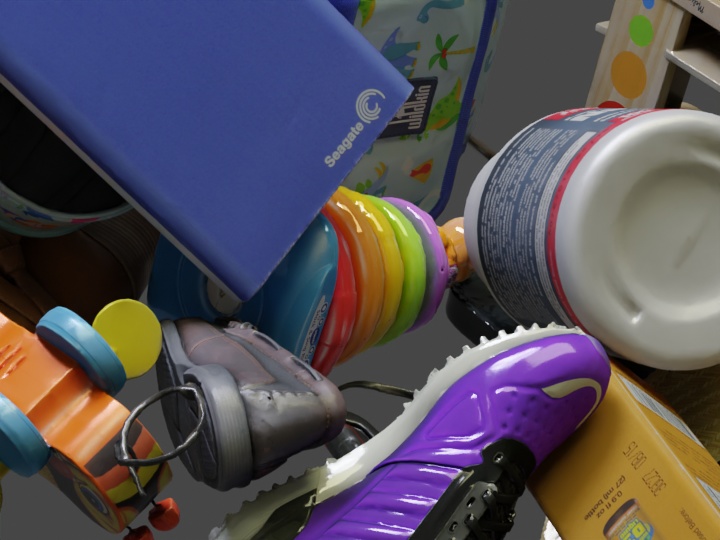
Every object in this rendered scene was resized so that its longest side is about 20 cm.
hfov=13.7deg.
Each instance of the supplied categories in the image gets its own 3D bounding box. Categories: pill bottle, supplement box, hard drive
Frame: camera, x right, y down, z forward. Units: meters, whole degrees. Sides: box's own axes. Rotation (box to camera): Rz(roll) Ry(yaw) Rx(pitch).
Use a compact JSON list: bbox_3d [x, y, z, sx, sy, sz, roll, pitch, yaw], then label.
[{"bbox_3d":[0.121,-0.019,1.446,0.119,0.121,0.200,5,2,-17],"label":"pill bottle"},{"bbox_3d":[0.132,0.114,1.304,0.069,0.067,0.200,35,13,-32],"label":"supplement box"},{"bbox_3d":[-0.084,-0.101,1.369,0.200,0.132,0.025,44,-16,-19],"label":"hard drive"}]

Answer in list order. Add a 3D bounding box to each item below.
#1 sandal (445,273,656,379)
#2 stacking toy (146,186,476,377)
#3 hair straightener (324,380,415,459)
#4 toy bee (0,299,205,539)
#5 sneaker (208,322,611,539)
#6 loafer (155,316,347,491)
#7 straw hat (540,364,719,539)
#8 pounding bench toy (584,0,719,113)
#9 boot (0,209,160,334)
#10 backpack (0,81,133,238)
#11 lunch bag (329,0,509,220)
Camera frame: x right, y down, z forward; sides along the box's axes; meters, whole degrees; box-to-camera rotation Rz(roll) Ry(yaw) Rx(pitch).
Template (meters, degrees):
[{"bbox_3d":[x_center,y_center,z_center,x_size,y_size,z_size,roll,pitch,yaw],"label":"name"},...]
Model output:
[{"bbox_3d":[0.122,0.044,1.536,0.075,0.048,0.200,-17,40,-44],"label":"sandal"},{"bbox_3d":[0.000,0.000,1.511,0.110,0.117,0.199,36,28,34],"label":"stacking toy"},{"bbox_3d":[0.035,0.110,1.404,0.076,0.041,0.200,-3,29,-29],"label":"hair straightener"},{"bbox_3d":[-0.131,0.080,1.324,0.130,0.109,0.200,-30,40,-5],"label":"toy bee"},{"bbox_3d":[0.037,0.110,1.296,0.200,0.070,0.100,-35,51,0],"label":"sneaker"},{"bbox_3d":[-0.052,0.059,1.359,0.063,0.072,0.200,-11,9,-10],"label":"loafer"},{"bbox_3d":[0.187,0.126,1.374,0.085,0.201,0.201,46,10,-35],"label":"straw hat"},{"bbox_3d":[0.227,-0.084,1.698,0.124,0.157,0.200,-13,39,-42],"label":"pounding bench toy"},{"bbox_3d":[-0.207,-0.012,1.468,0.199,0.074,0.155,19,33,15],"label":"boot"},{"bbox_3d":[-0.139,-0.119,1.433,0.178,0.150,0.200,45,67,-14],"label":"backpack"},{"bbox_3d":[0.007,-0.119,1.647,0.127,0.171,0.200,21,29,14],"label":"lunch bag"}]
